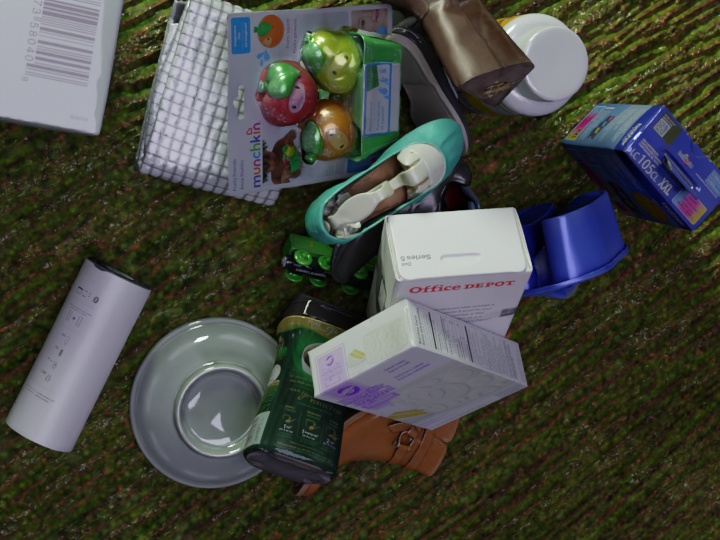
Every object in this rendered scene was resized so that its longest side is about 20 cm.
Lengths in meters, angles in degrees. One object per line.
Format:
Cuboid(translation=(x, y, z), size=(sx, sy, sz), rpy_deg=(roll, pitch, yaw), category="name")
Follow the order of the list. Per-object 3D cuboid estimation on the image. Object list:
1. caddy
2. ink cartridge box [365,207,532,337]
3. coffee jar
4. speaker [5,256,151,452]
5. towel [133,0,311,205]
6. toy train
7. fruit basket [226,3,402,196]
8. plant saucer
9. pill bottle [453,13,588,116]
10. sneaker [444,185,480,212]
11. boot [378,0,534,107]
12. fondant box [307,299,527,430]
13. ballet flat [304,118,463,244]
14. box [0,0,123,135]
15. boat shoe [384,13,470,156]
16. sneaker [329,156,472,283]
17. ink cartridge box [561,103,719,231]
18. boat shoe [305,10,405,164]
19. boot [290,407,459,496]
Cuboid(translation=(0.230, -0.020, 1.423), size=(0.140, 0.200, 0.106), rpy_deg=(-14, 97, 29), category="caddy")
Cuboid(translation=(0.091, 0.023, 1.331), size=(0.144, 0.201, 0.085), rpy_deg=(-4, 59, -10), category="ink cartridge box")
Cuboid(translation=(-0.058, 0.129, 1.371), size=(0.104, 0.085, 0.202), rpy_deg=(22, 64, -14), category="coffee jar")
Cuboid(translation=(-0.306, 0.092, 1.327), size=(0.081, 0.081, 0.201), rpy_deg=(26, 89, -18), category="speaker")
Cuboid(translation=(-0.148, -0.186, 1.338), size=(0.164, 0.086, 0.202), rpy_deg=(14, 95, -17), category="towel")
Cuboid(translation=(0.000, 0.000, 1.421), size=(0.198, 0.057, 0.042), rpy_deg=(13, 133, -22), category="toy train")
Cuboid(translation=(-0.047, -0.177, 1.266), size=(0.199, 0.093, 0.187), rpy_deg=(-13, 114, -38), category="fruit basket")
Cuboid(translation=(-0.161, 0.156, 1.396), size=(0.198, 0.050, 0.202), rpy_deg=(-3, 99, -17), category="plant saucer")
Cuboid(translation=(0.175, -0.228, 1.367), size=(0.108, 0.200, 0.110), rpy_deg=(-2, 98, -17), category="pill bottle")
Cuboid(translation=(0.104, -0.052, 1.425), size=(0.079, 0.095, 0.201), rpy_deg=(-29, 104, -8), category="sneaker")
Cuboid(translation=(0.062, -0.246, 1.238), size=(0.185, 0.064, 0.201), rpy_deg=(-20, 72, -22), category="boot")
Cuboid(translation=(0.063, 0.107, 1.321), size=(0.199, 0.144, 0.059), rpy_deg=(23, 49, -43), category="fondant box")
Cuboid(translation=(0.033, -0.087, 1.277), size=(0.199, 0.070, 0.068), rpy_deg=(-34, 106, -3), category="ballet flat")
Cuboid(translation=(-0.346, -0.249, 1.220), size=(0.198, 0.171, 0.201), rpy_deg=(9, 95, -17), category="box")
Cuboid(translation=(0.088, -0.209, 1.386), size=(0.063, 0.072, 0.200), rpy_deg=(-57, 140, -20), category="boat shoe")
Cuboid(translation=(0.043, -0.058, 1.344), size=(0.091, 0.076, 0.200), rpy_deg=(40, 97, 2), category="sneaker")
Cuboid(translation=(0.339, -0.123, 1.432), size=(0.136, 0.200, 0.076), rpy_deg=(44, 84, -17), category="ink cartridge box")
Cuboid(translation=(0.002, -0.200, 1.397), size=(0.057, 0.068, 0.201), rpy_deg=(34, 83, -51), category="boat shoe")
Cuboid(translation=(0.021, 0.208, 1.449), size=(0.154, 0.074, 0.201), rpy_deg=(34, 89, -22), category="boot")
